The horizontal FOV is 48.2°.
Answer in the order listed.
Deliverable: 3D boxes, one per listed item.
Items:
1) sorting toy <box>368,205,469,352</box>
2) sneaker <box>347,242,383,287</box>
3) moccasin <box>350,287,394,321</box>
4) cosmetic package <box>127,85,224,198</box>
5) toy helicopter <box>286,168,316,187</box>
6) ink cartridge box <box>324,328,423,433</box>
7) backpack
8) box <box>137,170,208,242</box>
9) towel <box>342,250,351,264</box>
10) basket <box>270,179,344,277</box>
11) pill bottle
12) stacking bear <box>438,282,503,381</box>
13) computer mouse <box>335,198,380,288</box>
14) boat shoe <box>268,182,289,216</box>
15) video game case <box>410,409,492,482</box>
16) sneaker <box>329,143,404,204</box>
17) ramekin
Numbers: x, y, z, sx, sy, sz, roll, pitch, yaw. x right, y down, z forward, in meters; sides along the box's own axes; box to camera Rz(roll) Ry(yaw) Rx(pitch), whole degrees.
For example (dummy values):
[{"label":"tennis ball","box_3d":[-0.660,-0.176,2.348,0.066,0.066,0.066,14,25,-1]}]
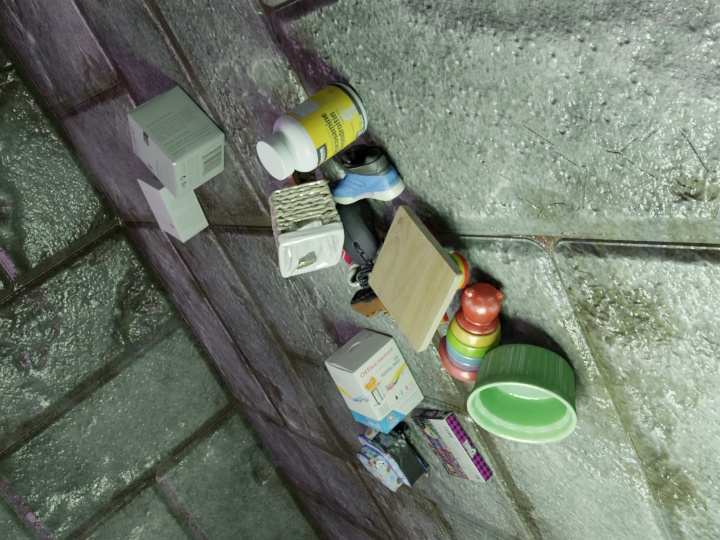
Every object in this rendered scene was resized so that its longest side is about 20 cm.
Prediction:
[{"label":"sorting toy","box_3d":[0.119,0.012,1.539,0.199,0.069,0.201,54,137,34]},{"label":"sneaker","box_3d":[0.000,0.000,1.793,0.078,0.099,0.200,51,156,1]},{"label":"moccasin","box_3d":[0.056,0.064,1.722,0.078,0.074,0.201,41,143,-16]},{"label":"cosmetic package","box_3d":[-0.480,-0.336,2.107,0.200,0.165,0.165,45,154,15]},{"label":"toy helicopter","box_3d":[-0.111,-0.178,1.739,0.078,0.133,0.200,-3,148,23]},{"label":"ink cartridge box","box_3d":[0.035,0.279,2.054,0.144,0.147,0.201,10,133,56]},{"label":"backpack","box_3d":[0.080,0.529,2.326,0.190,0.153,0.201,33,154,57]},{"label":"box","box_3d":[-0.591,-0.216,2.541,0.152,0.106,0.201,27,145,43]},{"label":"towel","box_3d":[-0.097,-0.092,1.847,0.199,0.023,0.145,34,166,7]},{"label":"basket","box_3d":[-0.115,-0.085,1.656,0.200,0.134,0.125,102,153,-70]},{"label":"pill bottle","box_3d":[-0.091,-0.254,1.487,0.112,0.200,0.113,40,154,24]},{"label":"stacking bear","box_3d":[0.221,0.106,1.540,0.120,0.114,0.201,9,131,4]},{"label":"computer mouse","box_3d":[-0.005,-0.076,1.677,0.138,0.052,0.201,-40,67,38]},{"label":"boat shoe","box_3d":[-0.190,-0.165,1.950,0.066,0.072,0.200,42,162,11]},{"label":"video game case","box_3d":[0.231,0.449,2.071,0.201,0.036,0.181,56,155,-8]},{"label":"sneaker","box_3d":[-0.009,-0.194,1.570,0.199,0.077,0.112,7,136,52]},{"label":"ramekin","box_3d":[0.302,0.224,1.481,0.198,0.098,0.201,12,142,9]}]
